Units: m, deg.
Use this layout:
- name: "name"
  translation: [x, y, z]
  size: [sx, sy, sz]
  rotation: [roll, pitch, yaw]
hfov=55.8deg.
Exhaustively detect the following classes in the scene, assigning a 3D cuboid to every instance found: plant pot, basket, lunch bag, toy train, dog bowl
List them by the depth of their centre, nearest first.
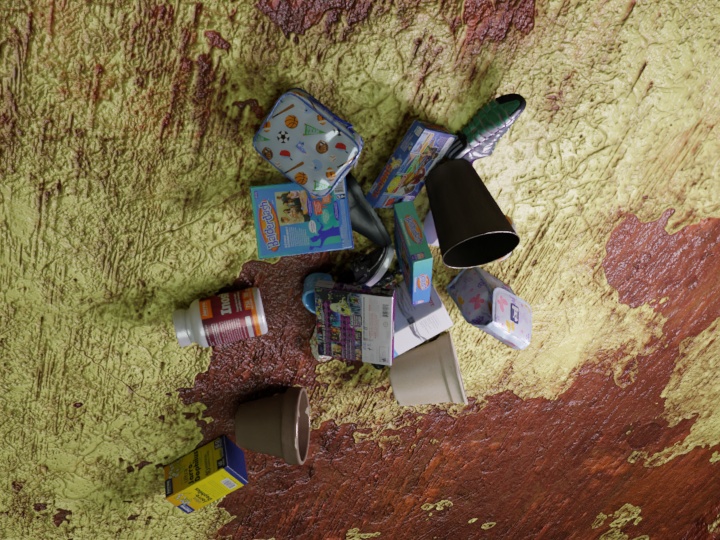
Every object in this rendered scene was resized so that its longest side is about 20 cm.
- name: "lunch bag"
  translation: [-0.096, -0.249, 1.324]
  size: [0.200, 0.076, 0.160]
  rotation: [36, 110, -9]
- name: "basket"
  translation: [0.221, -0.125, 1.450]
  size: [0.180, 0.200, 0.136]
  rotation: [-7, 151, -23]
- name: "dog bowl"
  translation: [-0.045, 0.073, 1.596]
  size: [0.200, 0.050, 0.112]
  rotation: [16, 139, 4]
- name: "toy train"
  translation: [0.063, 0.027, 1.664]
  size: [0.200, 0.034, 0.046]
  rotation: [-33, 133, 10]
- name: "lunch bag"
  translation: [0.336, 0.096, 1.699]
  size: [0.169, 0.200, 0.127]
  rotation: [29, 114, -33]
- name: "plant pot"
  translation: [-0.232, 0.410, 1.790]
  size: [0.174, 0.200, 0.200]
  rotation: [-2, 130, 6]
- name: "plant pot"
  translation: [0.174, 0.279, 1.815]
  size: [0.183, 0.201, 0.201]
  rotation: [-14, 131, 7]

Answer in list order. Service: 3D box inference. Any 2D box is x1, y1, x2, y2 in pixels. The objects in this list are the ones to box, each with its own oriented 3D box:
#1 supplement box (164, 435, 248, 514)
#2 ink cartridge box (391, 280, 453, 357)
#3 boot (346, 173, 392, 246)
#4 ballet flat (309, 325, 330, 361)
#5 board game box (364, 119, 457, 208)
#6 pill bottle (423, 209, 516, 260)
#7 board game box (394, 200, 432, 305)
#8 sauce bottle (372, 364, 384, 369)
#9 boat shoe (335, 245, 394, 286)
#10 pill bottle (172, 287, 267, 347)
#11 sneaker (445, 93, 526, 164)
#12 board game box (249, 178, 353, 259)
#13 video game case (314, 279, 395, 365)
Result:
- name: "supplement box"
  translation: [-0.429, 0.567, 1.884]
  size: [0.200, 0.109, 0.110]
  rotation: [-29, 131, 6]
- name: "ink cartridge box"
  translation: [0.107, 0.112, 1.672]
  size: [0.200, 0.145, 0.084]
  rotation: [-29, 131, 6]
- name: "boot"
  translation: [-0.042, -0.096, 1.500]
  size: [0.168, 0.076, 0.200]
  rotation: [-33, 123, 4]
- name: "ballet flat"
  translation: [-0.085, 0.169, 1.709]
  size: [0.075, 0.064, 0.200]
  rotation: [-5, 129, -16]
- name: "board game box"
  translation: [0.108, -0.219, 1.442]
  size: [0.135, 0.034, 0.200]
  rotation: [-4, 135, -53]
- name: "pill bottle"
  translation: [0.252, -0.088, 1.583]
  size: [0.200, 0.112, 0.112]
  rotation: [8, 125, -23]
- name: "board game box"
  translation: [0.115, -0.036, 1.509]
  size: [0.045, 0.152, 0.200]
  rotation: [-14, 152, -3]
- name: "sauce bottle"
  translation: [0.015, 0.199, 1.758]
  size: [0.066, 0.066, 0.200]
  rotation: [-30, 144, 7]
- name: "boat shoe"
  translation: [0.000, 0.000, 1.593]
  size: [0.066, 0.070, 0.200]
  rotation: [25, 134, -25]
- name: "pill bottle"
  translation: [-0.320, 0.111, 1.553]
  size: [0.200, 0.113, 0.113]
  rotation: [-13, 130, -9]
- name: "sneaker"
  translation: [0.279, -0.297, 1.461]
  size: [0.200, 0.075, 0.087]
  rotation: [-35, 141, 25]
- name: "board game box"
  translation: [-0.121, -0.110, 1.413]
  size: [0.200, 0.045, 0.152]
  rotation: [-6, 93, 0]
- name: "video game case"
  translation: [-0.012, 0.121, 1.555]
  size: [0.181, 0.036, 0.200]
  rotation: [6, 124, 11]
